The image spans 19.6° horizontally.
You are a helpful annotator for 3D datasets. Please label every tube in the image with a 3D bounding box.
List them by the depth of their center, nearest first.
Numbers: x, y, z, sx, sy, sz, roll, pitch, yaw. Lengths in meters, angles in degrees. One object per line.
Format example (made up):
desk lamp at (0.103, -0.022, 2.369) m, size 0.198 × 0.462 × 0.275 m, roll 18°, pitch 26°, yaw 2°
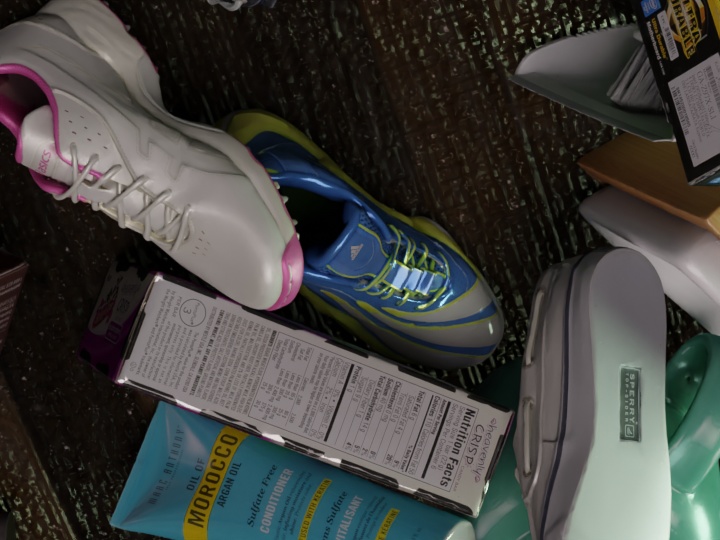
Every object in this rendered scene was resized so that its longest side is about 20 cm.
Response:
tube at (-0.037, 0.126, 1.094) m, size 0.198 × 0.078 × 0.050 m, roll 15°, pitch 160°, yaw 27°

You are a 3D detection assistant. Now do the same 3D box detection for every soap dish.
soap dish at (0.218, 0.005, 1.071) m, size 0.200 × 0.157 × 0.081 m, roll 40°, pitch 90°, yaw -21°

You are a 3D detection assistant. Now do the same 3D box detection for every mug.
mug at (0.121, 0.121, 1.113) m, size 0.150 × 0.115 × 0.186 m, roll 7°, pitch 125°, yaw 2°

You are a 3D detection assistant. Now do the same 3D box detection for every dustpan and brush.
dustpan and brush at (0.193, -0.107, 1.041) m, size 0.198 × 0.139 × 0.058 m, roll -2°, pitch 109°, yaw -30°

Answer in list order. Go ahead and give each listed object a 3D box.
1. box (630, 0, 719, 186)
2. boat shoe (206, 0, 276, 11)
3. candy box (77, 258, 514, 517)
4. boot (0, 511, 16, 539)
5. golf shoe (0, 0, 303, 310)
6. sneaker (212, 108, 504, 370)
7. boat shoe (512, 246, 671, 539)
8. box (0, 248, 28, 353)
box at (0.203, -0.120, 0.960) m, size 0.199 × 0.161 × 0.049 m, roll 0°, pitch 158°, yaw -43°
boat shoe at (-0.059, -0.158, 1.008) m, size 0.198 × 0.072 × 0.068 m, roll -16°, pitch 115°, yaw -6°
candy box at (-0.036, 0.058, 1.070) m, size 0.198 × 0.136 × 0.062 m, roll 23°, pitch 87°, yaw -16°
boot at (-0.298, 0.202, 1.164) m, size 0.198 × 0.064 × 0.188 m, roll 12°, pitch 112°, yaw -6°
golf shoe at (-0.112, -0.046, 0.993) m, size 0.200 × 0.091 × 0.076 m, roll 44°, pitch 136°, yaw 19°
sneaker at (0.000, 0.000, 1.064) m, size 0.199 × 0.105 × 0.076 m, roll 34°, pitch 99°, yaw -20°
boat shoe at (0.106, 0.089, 1.023) m, size 0.071 × 0.065 × 0.202 m, roll 8°, pitch 78°, yaw -36°
box at (-0.252, 0.067, 1.072) m, size 0.100 × 0.075 × 0.201 m, roll 28°, pitch 112°, yaw 15°
